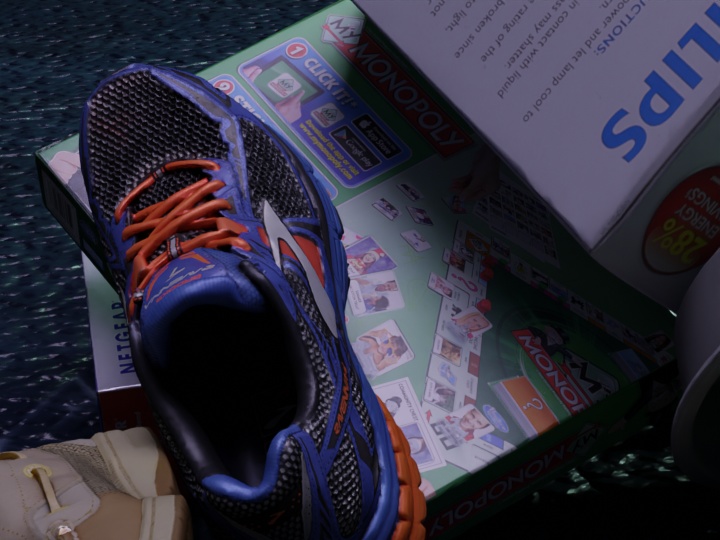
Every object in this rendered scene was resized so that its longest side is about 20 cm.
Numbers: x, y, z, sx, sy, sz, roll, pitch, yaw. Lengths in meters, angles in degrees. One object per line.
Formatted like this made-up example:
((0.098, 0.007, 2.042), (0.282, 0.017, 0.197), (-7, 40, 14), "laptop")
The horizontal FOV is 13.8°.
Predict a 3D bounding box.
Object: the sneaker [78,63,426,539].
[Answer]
((-0.040, 0.009, 0.906), (0.075, 0.078, 0.200), (-33, 57, 7), "sneaker")

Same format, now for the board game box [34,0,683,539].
((0.000, 0.000, 0.988), (0.134, 0.029, 0.200), (-27, 53, -21), "board game box")

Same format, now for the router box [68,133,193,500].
((-0.011, 0.002, 1.081), (0.179, 0.049, 0.200), (-7, 29, -4), "router box")

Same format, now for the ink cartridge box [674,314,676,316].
((0.107, 0.008, 1.147), (0.199, 0.045, 0.176), (0, 30, 10), "ink cartridge box")

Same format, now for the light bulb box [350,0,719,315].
((0.105, -0.079, 1.006), (0.198, 0.125, 0.200), (29, 15, -52), "light bulb box")

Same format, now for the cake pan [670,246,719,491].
((0.181, 0.004, 0.917), (0.200, 0.200, 0.037), (-10, 61, -25), "cake pan")

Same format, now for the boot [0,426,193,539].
((-0.122, 0.094, 0.822), (0.155, 0.073, 0.200), (-5, 14, -8), "boot")
